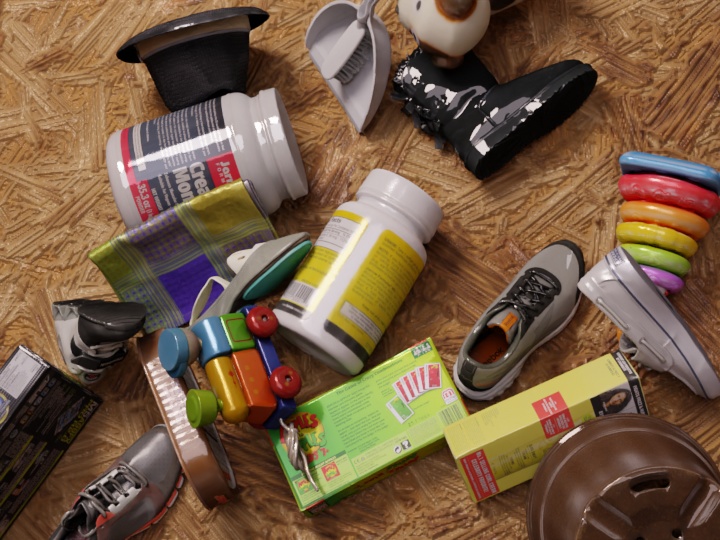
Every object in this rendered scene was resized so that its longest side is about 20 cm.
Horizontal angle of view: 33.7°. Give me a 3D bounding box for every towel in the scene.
[{"bbox_3d":[-0.178,-0.011,1.295,0.198,0.144,0.023,-23,38,4],"label":"towel"}]

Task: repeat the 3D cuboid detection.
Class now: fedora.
[{"bbox_3d":[-0.182,-0.233,1.362,0.198,0.201,0.093,-15,95,4],"label":"fedora"}]

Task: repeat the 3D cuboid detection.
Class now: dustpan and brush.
[{"bbox_3d":[-0.001,-0.267,1.329,0.200,0.057,0.140,-50,62,38],"label":"dustpan and brush"}]

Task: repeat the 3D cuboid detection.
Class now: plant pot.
[{"bbox_3d":[0.253,0.237,1.070,0.198,0.198,0.203,0,88,5],"label":"plant pot"}]

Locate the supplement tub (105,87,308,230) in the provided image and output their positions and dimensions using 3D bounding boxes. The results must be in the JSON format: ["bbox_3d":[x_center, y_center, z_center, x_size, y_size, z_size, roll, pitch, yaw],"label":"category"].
[{"bbox_3d":[-0.170,-0.114,1.326,0.198,0.140,0.142,-17,69,4],"label":"supplement tub"}]

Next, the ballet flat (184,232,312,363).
[{"bbox_3d":[-0.131,0.017,1.275,0.064,0.067,0.200,47,115,15],"label":"ballet flat"}]

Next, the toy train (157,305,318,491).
[{"bbox_3d":[-0.121,0.136,1.184,0.115,0.085,0.201,-6,61,-35],"label":"toy train"}]

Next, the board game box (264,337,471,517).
[{"bbox_3d":[0.010,0.165,1.246,0.199,0.048,0.102,-27,68,-1],"label":"board game box"}]

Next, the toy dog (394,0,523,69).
[{"bbox_3d":[0.116,-0.314,1.325,0.193,0.140,0.200,32,55,6],"label":"toy dog"}]

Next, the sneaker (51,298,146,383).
[{"bbox_3d":[-0.276,0.077,1.272,0.073,0.199,0.090,-3,92,-27],"label":"sneaker"}]

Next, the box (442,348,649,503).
[{"bbox_3d":[0.188,0.157,1.199,0.198,0.076,0.050,-23,35,1],"label":"box"}]

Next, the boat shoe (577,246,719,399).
[{"bbox_3d":[0.289,0.063,1.188,0.065,0.074,0.200,-36,109,16],"label":"boat shoe"}]

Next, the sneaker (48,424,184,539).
[{"bbox_3d":[-0.258,0.245,1.245,0.077,0.082,0.201,33,79,19],"label":"sneaker"}]

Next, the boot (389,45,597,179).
[{"bbox_3d":[0.146,-0.210,1.347,0.198,0.073,0.163,-37,63,-6],"label":"boot"}]

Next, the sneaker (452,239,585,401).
[{"bbox_3d":[0.171,0.047,1.242,0.074,0.080,0.201,34,74,20],"label":"sneaker"}]

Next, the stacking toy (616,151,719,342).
[{"bbox_3d":[0.305,-0.014,1.240,0.109,0.116,0.202,14,85,17],"label":"stacking toy"}]

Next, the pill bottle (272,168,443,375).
[{"bbox_3d":[0.000,0.000,1.271,0.114,0.114,0.201,29,78,18],"label":"pill bottle"}]

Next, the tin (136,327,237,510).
[{"bbox_3d":[-0.182,0.152,1.249,0.042,0.112,0.201,-26,69,1],"label":"tin"}]

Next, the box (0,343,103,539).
[{"bbox_3d":[-0.370,0.188,1.244,0.044,0.160,0.201,32,79,17],"label":"box"}]
